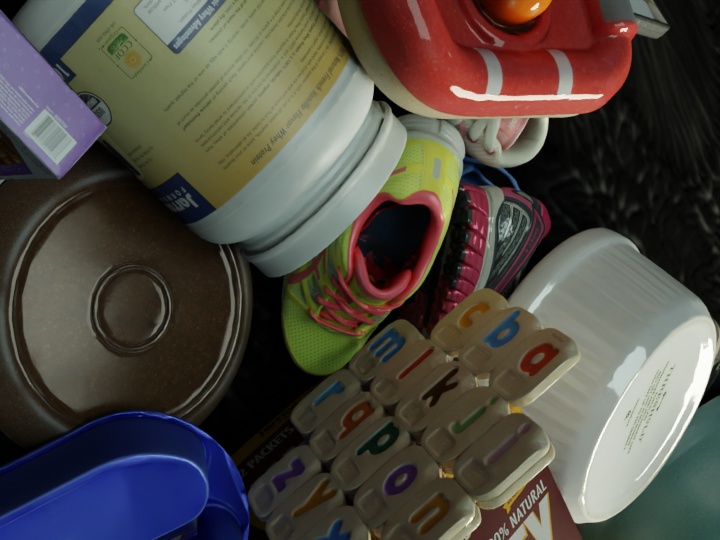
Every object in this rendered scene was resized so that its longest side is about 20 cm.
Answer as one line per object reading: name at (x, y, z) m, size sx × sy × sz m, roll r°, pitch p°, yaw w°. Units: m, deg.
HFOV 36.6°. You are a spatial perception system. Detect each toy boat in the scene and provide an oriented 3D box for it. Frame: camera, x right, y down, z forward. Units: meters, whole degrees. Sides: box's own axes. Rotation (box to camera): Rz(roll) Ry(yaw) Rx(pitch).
toy boat at (0.087, -0.161, 0.602) m, size 0.197 × 0.130 × 0.133 m, roll -7°, pitch 77°, yaw -31°

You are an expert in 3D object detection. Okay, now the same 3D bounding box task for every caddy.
caddy at (-0.153, 0.168, 0.618) m, size 0.198 × 0.105 × 0.143 m, roll -25°, pitch 103°, yaw -14°

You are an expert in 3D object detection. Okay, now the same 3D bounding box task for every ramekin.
ramekin at (0.163, 0.080, 0.754) m, size 0.201 × 0.094 × 0.205 m, roll -31°, pitch 137°, yaw -34°

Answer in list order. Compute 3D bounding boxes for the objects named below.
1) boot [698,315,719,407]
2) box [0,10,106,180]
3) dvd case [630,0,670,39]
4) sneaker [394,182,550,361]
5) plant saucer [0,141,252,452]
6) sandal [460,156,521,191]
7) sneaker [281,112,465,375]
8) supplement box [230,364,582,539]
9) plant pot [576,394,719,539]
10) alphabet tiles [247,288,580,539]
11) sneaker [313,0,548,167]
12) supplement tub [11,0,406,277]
boot at (0.248, 0.121, 0.915) m, size 0.150 × 0.073 × 0.201 m, roll 15°, pitch 114°, yaw -51°
box at (-0.226, -0.128, 0.529) m, size 0.039 × 0.136 × 0.201 m, roll -51°, pitch 120°, yaw -21°
dvd case at (0.142, -0.258, 0.777) m, size 0.142 × 0.017 × 0.202 m, roll -5°, pitch 65°, yaw -53°
sneaker at (0.073, 0.038, 0.748) m, size 0.074 × 0.081 × 0.202 m, roll 1°, pitch 124°, yaw -23°
plant saucer at (-0.144, 0.022, 0.664) m, size 0.198 × 0.034 × 0.204 m, roll -2°, pitch 93°, yaw -37°
sandal at (0.040, -0.060, 0.764) m, size 0.198 × 0.087 × 0.081 m, roll 8°, pitch 90°, yaw -35°
sneaker at (0.000, 0.000, 0.689) m, size 0.077 × 0.091 × 0.201 m, roll 20°, pitch 123°, yaw -12°
supplement box at (0.034, 0.189, 0.704) m, size 0.132 × 0.196 × 0.202 m, roll -38°, pitch 113°, yaw -27°
plant pot at (0.285, 0.208, 0.870) m, size 0.198 × 0.135 × 0.201 m, roll -28°, pitch 150°, yaw -18°
alphabet tiles at (0.026, 0.091, 0.615) m, size 0.195 × 0.200 × 0.015 m, roll -41°, pitch 114°, yaw -6°
sneaker at (0.054, -0.131, 0.687) m, size 0.076 × 0.104 × 0.200 m, roll -56°, pitch 137°, yaw -2°
supplement tub at (-0.082, -0.108, 0.617) m, size 0.200 × 0.144 × 0.145 m, roll 44°, pitch 68°, yaw -19°
